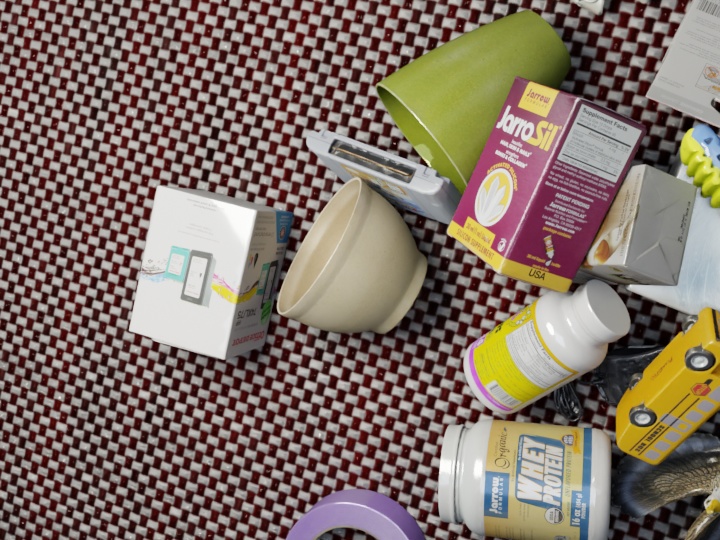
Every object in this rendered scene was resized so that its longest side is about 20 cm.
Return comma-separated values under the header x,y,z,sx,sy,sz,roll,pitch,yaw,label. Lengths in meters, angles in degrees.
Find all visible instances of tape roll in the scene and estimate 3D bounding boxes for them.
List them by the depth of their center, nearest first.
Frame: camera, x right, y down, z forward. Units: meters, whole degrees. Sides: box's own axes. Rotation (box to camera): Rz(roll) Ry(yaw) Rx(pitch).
x,y,z,sx,sy,sz,roll,pitch,yaw,label
-0.007,0.408,1.123,0.200,0.066,0.200,1,92,16,tape roll

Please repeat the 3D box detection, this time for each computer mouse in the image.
x,y,z,sx,sy,sz,roll,pitch,yaw,label
0.333,0.105,1.032,0.200,0.046,0.141,-16,92,27,computer mouse

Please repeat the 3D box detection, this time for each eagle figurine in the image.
x,y,z,sx,sy,sz,roll,pitch,yaw,label
0.424,0.269,0.981,0.200,0.151,0.152,-39,42,39,eagle figurine

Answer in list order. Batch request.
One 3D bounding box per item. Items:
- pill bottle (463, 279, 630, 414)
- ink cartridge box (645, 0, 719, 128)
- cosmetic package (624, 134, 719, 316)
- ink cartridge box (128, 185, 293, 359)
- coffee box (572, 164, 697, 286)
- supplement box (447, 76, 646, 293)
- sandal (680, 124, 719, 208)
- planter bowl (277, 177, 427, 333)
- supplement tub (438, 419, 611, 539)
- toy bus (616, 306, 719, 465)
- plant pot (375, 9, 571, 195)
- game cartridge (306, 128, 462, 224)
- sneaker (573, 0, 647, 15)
x,y,z,sx,sy,sz,roll,pitch,yaw,label
0.225,0.091,0.990,0.200,0.104,0.104,-41,81,41,pill bottle
0.450,-0.217,0.949,0.200,0.045,0.176,27,72,13,ink cartridge box
0.443,-0.034,0.956,0.200,0.123,0.200,22,98,12,cosmetic package
-0.201,0.000,1.118,0.146,0.147,0.200,15,97,13,ink cartridge box
0.278,-0.047,0.948,0.080,0.200,0.115,17,83,-22,coffee box
0.201,-0.096,0.909,0.103,0.131,0.200,16,105,-26,supplement box
0.423,-0.083,0.861,0.087,0.079,0.200,-44,88,9,sandal
0.000,0.000,1.055,0.135,0.200,0.200,31,101,-16,planter bowl
0.206,0.262,1.018,0.200,0.145,0.145,2,93,15,supplement tub
0.367,0.136,0.938,0.078,0.065,0.200,26,129,-2,toy bus
0.154,-0.220,1.011,0.200,0.187,0.187,-40,82,0,plant pot
0.038,-0.117,1.047,0.200,0.133,0.042,24,81,28,game cartridge
0.268,-0.363,1.016,0.200,0.076,0.092,-2,96,16,sneaker
